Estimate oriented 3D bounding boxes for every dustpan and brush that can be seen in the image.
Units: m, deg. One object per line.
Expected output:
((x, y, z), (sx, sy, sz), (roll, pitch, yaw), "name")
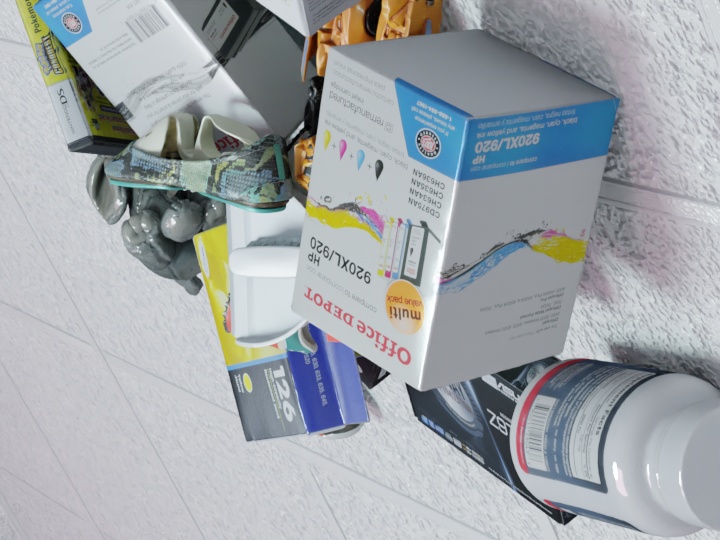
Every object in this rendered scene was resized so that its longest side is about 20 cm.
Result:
((-0.040, -0.007, 1.642), (0.200, 0.057, 0.140), (0, 95, 35), "dustpan and brush")

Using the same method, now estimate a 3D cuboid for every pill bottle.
((0.210, 0.131, 1.552), (0.200, 0.120, 0.120), (8, 131, 61), "pill bottle")

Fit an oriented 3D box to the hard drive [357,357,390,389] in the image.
((-0.035, 0.005, 1.963), (0.200, 0.038, 0.140), (47, 157, 14), "hard drive")

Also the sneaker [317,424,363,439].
((-0.065, 0.079, 2.092), (0.200, 0.077, 0.082), (50, 152, 7), "sneaker")

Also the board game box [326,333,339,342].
((0.047, -0.018, 1.625), (0.200, 0.046, 0.152), (0, 99, 49), "board game box")

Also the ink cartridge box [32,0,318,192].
((-0.143, -0.178, 1.704), (0.145, 0.084, 0.200), (-21, 112, 49), "ink cartridge box")

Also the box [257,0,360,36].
((-0.068, -0.274, 1.508), (0.200, 0.112, 0.101), (38, 155, 34), "box")

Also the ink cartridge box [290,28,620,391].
((0.061, -0.044, 1.456), (0.147, 0.145, 0.200), (31, 122, 41), "ink cartridge box")

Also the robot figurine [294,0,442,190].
((0.001, -0.128, 1.572), (0.145, 0.058, 0.200), (31, 120, 43), "robot figurine")

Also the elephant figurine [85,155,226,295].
((-0.200, -0.100, 2.058), (0.141, 0.155, 0.200), (6, -135, -58), "elephant figurine")

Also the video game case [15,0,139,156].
((-0.244, -0.187, 1.819), (0.200, 0.025, 0.181), (-12, -98, -82), "video game case")

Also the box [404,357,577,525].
((0.111, 0.108, 1.816), (0.200, 0.044, 0.160), (34, 152, 40), "box")

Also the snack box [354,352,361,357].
((0.000, 0.000, 1.786), (0.200, 0.053, 0.142), (-16, 86, 61), "snack box")

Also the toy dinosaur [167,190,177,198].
((-0.107, -0.107, 1.891), (0.200, 0.047, 0.088), (3, 93, 41), "toy dinosaur")

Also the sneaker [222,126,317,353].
((-0.039, -0.025, 1.736), (0.093, 0.200, 0.070), (23, -166, 5), "sneaker")

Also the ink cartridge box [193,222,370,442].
((-0.072, 0.047, 1.838), (0.200, 0.047, 0.198), (-18, 85, 66), "ink cartridge box")

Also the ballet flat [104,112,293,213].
((-0.126, -0.091, 1.661), (0.200, 0.074, 0.074), (11, 135, 41), "ballet flat")
